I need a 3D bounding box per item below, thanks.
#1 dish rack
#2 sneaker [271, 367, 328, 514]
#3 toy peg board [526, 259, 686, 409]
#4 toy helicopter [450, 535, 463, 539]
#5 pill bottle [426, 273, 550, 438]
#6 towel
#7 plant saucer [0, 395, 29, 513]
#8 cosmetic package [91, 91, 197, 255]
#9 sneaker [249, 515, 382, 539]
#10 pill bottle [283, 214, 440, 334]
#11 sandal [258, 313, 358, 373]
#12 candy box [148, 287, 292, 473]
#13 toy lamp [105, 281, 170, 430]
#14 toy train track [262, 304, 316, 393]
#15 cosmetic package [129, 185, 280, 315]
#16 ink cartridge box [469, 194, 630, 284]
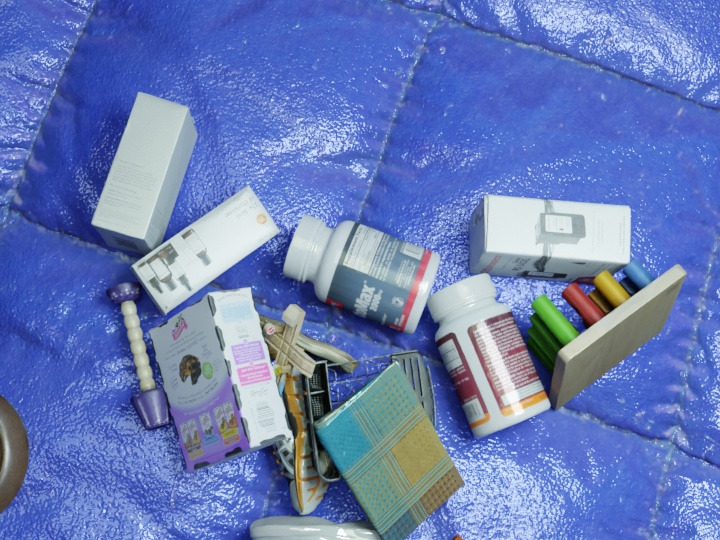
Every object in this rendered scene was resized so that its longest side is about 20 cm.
[{"bbox_3d":[0.017,0.186,1.315,0.198,0.054,0.155,-7,90,-25],"label":"dish rack"},{"bbox_3d":[-0.092,0.228,1.333,0.076,0.078,0.203,-11,83,27],"label":"sneaker"},{"bbox_3d":[0.316,0.065,1.326,0.198,0.200,0.098,-35,66,-9],"label":"toy peg board"},{"bbox_3d":[0.098,0.434,1.256,0.079,0.132,0.200,44,79,7],"label":"toy helicopter"},{"bbox_3d":[0.170,0.115,1.341,0.113,0.114,0.202,-20,79,-7],"label":"pill bottle"},{"bbox_3d":[0.040,0.241,1.284,0.146,0.022,0.201,-35,104,-23],"label":"towel"},{"bbox_3d":[-0.550,0.251,1.323,0.198,0.035,0.203,0,77,-1],"label":"plant saucer"},{"bbox_3d":[-0.299,-0.132,1.381,0.080,0.113,0.202,15,76,1],"label":"cosmetic package"},{"bbox_3d":[-0.051,0.375,1.300,0.197,0.075,0.090,6,89,-2],"label":"sneaker"},{"bbox_3d":[0.000,0.000,1.358,0.198,0.120,0.121,21,77,3],"label":"pill bottle"},{"bbox_3d":[-0.100,0.105,1.356,0.198,0.080,0.054,26,85,-1],"label":"sandal"},{"bbox_3d":[-0.186,0.144,1.283,0.071,0.167,0.202,-8,77,-42],"label":"candy box"},{"bbox_3d":[-0.301,0.118,1.352,0.058,0.058,0.202,-14,77,-5],"label":"toy lamp"},{"bbox_3d":[-0.117,0.140,1.280,0.114,0.032,0.202,34,114,42],"label":"toy train track"},{"bbox_3d":[-0.215,-0.028,1.372,0.199,0.051,0.083,-37,97,-16],"label":"cosmetic package"},{"bbox_3d":[0.256,-0.040,1.364,0.197,0.145,0.084,4,78,-2],"label":"ink cartridge box"}]
